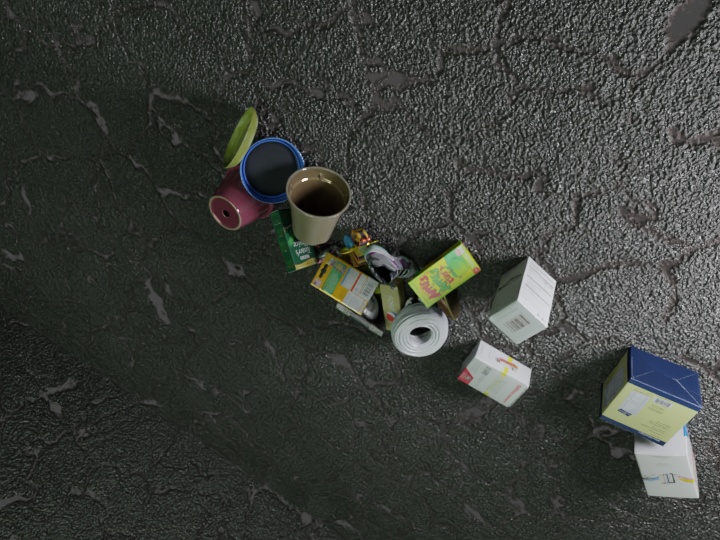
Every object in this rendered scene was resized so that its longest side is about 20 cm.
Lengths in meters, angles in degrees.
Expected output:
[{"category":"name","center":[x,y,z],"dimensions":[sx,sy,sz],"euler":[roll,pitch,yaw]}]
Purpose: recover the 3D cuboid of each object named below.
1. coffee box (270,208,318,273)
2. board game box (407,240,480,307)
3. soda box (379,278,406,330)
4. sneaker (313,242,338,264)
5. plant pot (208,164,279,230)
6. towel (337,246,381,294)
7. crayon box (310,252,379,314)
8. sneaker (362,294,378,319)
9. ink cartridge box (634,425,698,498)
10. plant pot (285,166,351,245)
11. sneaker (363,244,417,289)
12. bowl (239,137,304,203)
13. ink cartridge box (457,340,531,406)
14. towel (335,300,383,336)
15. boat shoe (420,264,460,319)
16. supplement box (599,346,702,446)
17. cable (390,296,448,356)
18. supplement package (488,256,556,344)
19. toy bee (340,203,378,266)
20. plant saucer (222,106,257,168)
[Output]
[{"category":"coffee box","center":[-0.215,-0.102,1.714],"dimensions":[0.044,0.122,0.203],"euler":[-16,91,34]},{"category":"board game box","center":[0.252,0.012,1.580],"dimensions":[0.199,0.048,0.102],"euler":[-37,100,16]},{"category":"soda box","center":[0.117,0.112,1.783],"dimensions":[0.067,0.064,0.202],"euler":[8,129,24]},{"category":"sneaker","center":[-0.165,-0.071,1.798],"dimensions":[0.198,0.079,0.097],"euler":[-16,105,36]},{"category":"plant pot","center":[-0.387,-0.233,1.701],"dimensions":[0.197,0.180,0.202],"euler":[19,135,20]},{"category":"towel","center":[0.000,0.000,1.795],"dimensions":[0.085,0.018,0.202],"euler":[-9,121,40]},{"category":"crayon box","center":[-0.050,0.040,1.747],"dimensions":[0.198,0.052,0.127],"euler":[31,99,2]},{"category":"sneaker","center":[-0.016,0.093,1.834],"dimensions":[0.201,0.078,0.099],"euler":[50,151,1]},{"category":"ink cartridge box","center":[0.950,0.579,1.627],"dimensions":[0.143,0.148,0.202],"euler":[-11,120,34]},{"category":"plant pot","center":[-0.141,-0.184,1.623],"dimensions":[0.198,0.202,0.184],"euler":[28,144,6]},{"category":"sneaker","center":[0.102,0.011,1.622],"dimensions":[0.198,0.141,0.078],"euler":[19,124,-24]},{"category":"bowl","center":[-0.271,-0.309,1.609],"dimensions":[0.197,0.039,0.204],"euler":[-7,116,-15]},{"category":"ink cartridge box","center":[0.452,0.350,1.768],"dimensions":[0.198,0.084,0.146],"euler":[30,134,5]},{"category":"towel","center":[-0.003,0.160,1.832],"dimensions":[0.191,0.035,0.200],"euler":[33,179,-1]},{"category":"boat shoe","center":[0.255,0.067,1.670],"dimensions":[0.067,0.072,0.202],"euler":[-16,109,42]},{"category":"supplement box","center":[0.839,0.368,1.531],"dimensions":[0.198,0.135,0.202],"euler":[23,133,11]},{"category":"cable","center":[0.200,0.201,1.756],"dimensions":[0.198,0.070,0.201],"euler":[26,118,-21]},{"category":"supplement package","center":[0.458,0.082,1.474],"dimensions":[0.117,0.201,0.117],"euler":[40,134,-6]},{"category":"toy bee","center":[-0.010,-0.089,1.648],"dimensions":[0.109,0.130,0.201],"euler":[40,165,51]},{"category":"plant saucer","center":[-0.358,-0.395,1.576],"dimensions":[0.031,0.203,0.199],"euler":[24,140,-28]}]
